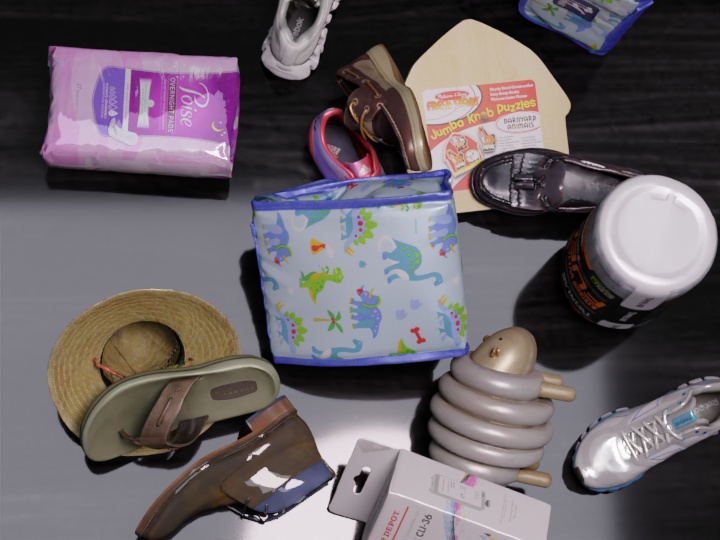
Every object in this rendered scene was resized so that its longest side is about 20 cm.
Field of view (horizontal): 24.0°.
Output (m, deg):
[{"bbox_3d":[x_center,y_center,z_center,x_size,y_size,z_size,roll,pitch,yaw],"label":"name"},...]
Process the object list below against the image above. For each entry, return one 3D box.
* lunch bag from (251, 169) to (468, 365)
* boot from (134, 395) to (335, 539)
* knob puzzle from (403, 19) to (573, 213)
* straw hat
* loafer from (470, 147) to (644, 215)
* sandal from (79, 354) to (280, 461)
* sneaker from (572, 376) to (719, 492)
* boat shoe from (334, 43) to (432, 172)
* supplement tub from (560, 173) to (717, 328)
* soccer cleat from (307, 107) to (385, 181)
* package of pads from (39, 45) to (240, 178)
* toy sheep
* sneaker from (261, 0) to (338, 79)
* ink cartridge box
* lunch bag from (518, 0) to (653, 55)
[{"bbox_3d":[0.000,0.000,1.661,0.199,0.127,0.171,-7,104,2],"label":"lunch bag"},{"bbox_3d":[-0.119,0.218,1.648,0.200,0.075,0.097,-39,81,-16],"label":"boot"},{"bbox_3d":[0.124,-0.163,1.787,0.218,0.030,0.221,1,87,-11],"label":"knob puzzle"},{"bbox_3d":[-0.216,0.077,1.657,0.200,0.202,0.085,-9,36,-9],"label":"straw hat"},{"bbox_3d":[0.216,-0.091,1.753,0.199,0.063,0.072,4,87,-11],"label":"loafer"},{"bbox_3d":[-0.173,0.134,1.618,0.200,0.080,0.057,-18,37,-3],"label":"sandal"},{"bbox_3d":[0.304,0.157,1.711,0.199,0.087,0.075,-28,82,-12],"label":"sneaker"},{"bbox_3d":[0.019,-0.154,1.689,0.072,0.072,0.200,-20,41,-2],"label":"boat shoe"},{"bbox_3d":[0.270,-0.012,1.689,0.122,0.200,0.123,2,75,-6],"label":"supplement tub"},{"bbox_3d":[0.009,-0.076,1.736,0.066,0.076,0.201,-29,81,-13],"label":"soccer cleat"},{"bbox_3d":[-0.223,-0.159,1.729,0.199,0.076,0.121,3,78,-6],"label":"package of pads"},{"bbox_3d":[0.130,0.152,1.671,0.137,0.138,0.201,13,98,-4],"label":"toy sheep"},{"bbox_3d":[-0.050,-0.303,1.785,0.075,0.081,0.201,13,73,-2],"label":"sneaker"},{"bbox_3d":[0.070,0.250,1.635,0.199,0.117,0.068,21,37,-1],"label":"ink cartridge box"},{"bbox_3d":[0.225,-0.336,1.780,0.127,0.170,0.201,-33,84,-14],"label":"lunch bag"}]
